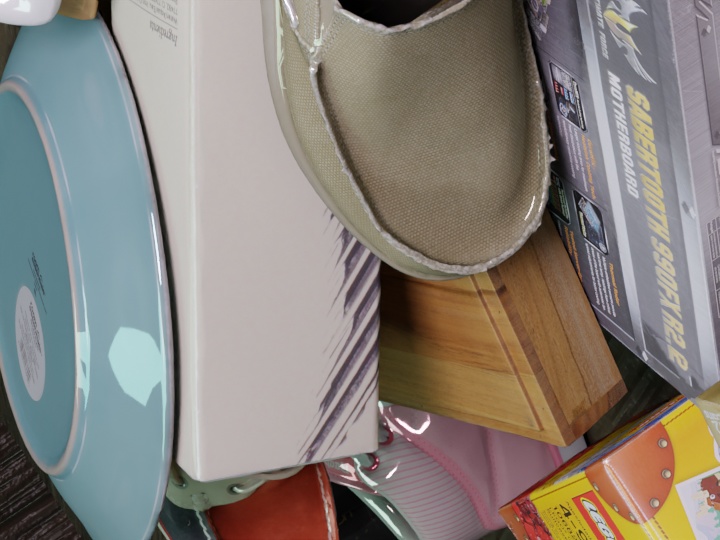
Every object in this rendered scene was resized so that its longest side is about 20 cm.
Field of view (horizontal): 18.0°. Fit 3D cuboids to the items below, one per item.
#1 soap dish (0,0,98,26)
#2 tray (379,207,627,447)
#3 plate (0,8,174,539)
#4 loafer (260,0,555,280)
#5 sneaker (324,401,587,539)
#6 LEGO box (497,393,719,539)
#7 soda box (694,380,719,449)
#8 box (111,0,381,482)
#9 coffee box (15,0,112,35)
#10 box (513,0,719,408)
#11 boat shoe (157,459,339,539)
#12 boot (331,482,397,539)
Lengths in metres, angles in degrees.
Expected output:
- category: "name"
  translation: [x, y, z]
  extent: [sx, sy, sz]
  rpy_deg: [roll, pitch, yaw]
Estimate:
- category: "soap dish"
  translation: [-0.140, -0.174, 0.662]
  extent: [0.156, 0.082, 0.201]
  rpy_deg: [14, 141, -1]
- category: "tray"
  translation: [0.000, 0.000, 0.817]
  extent: [0.199, 0.037, 0.099]
  rpy_deg: [11, 133, 54]
- category: "plate"
  translation: [-0.105, 0.002, 0.787]
  extent: [0.200, 0.025, 0.202]
  rpy_deg: [172, 90, -68]
- category: "loafer"
  translation: [0.010, -0.075, 0.643]
  extent: [0.068, 0.075, 0.201]
  rpy_deg: [44, 159, 56]
- category: "sneaker"
  translation: [0.015, 0.032, 0.961]
  extent: [0.201, 0.104, 0.075]
  rpy_deg: [64, 164, -18]
- category: "LEGO box"
  translation: [0.150, 0.140, 0.812]
  extent: [0.201, 0.077, 0.149]
  rpy_deg: [56, 164, 4]
- category: "soda box"
  translation: [0.175, 0.059, 0.609]
  extent: [0.068, 0.064, 0.200]
  rpy_deg: [62, 163, -17]
- category: "box"
  translation: [-0.037, -0.042, 0.726]
  extent: [0.082, 0.068, 0.202]
  rpy_deg: [-142, 48, -59]
- category: "coffee box"
  translation: [-0.106, -0.142, 0.844]
  extent: [0.199, 0.080, 0.113]
  rpy_deg: [35, 157, -27]
- category: "box"
  translation: [0.071, -0.068, 0.702]
  extent: [0.158, 0.048, 0.201]
  rpy_deg: [42, 159, 41]
- category: "boat shoe"
  translation: [-0.051, 0.047, 0.841]
  extent: [0.062, 0.071, 0.201]
  rpy_deg: [12, 129, 57]
- category: "boot"
  translation: [-0.050, 0.105, 1.392]
  extent: [0.174, 0.069, 0.201]
  rpy_deg: [53, 161, 33]
